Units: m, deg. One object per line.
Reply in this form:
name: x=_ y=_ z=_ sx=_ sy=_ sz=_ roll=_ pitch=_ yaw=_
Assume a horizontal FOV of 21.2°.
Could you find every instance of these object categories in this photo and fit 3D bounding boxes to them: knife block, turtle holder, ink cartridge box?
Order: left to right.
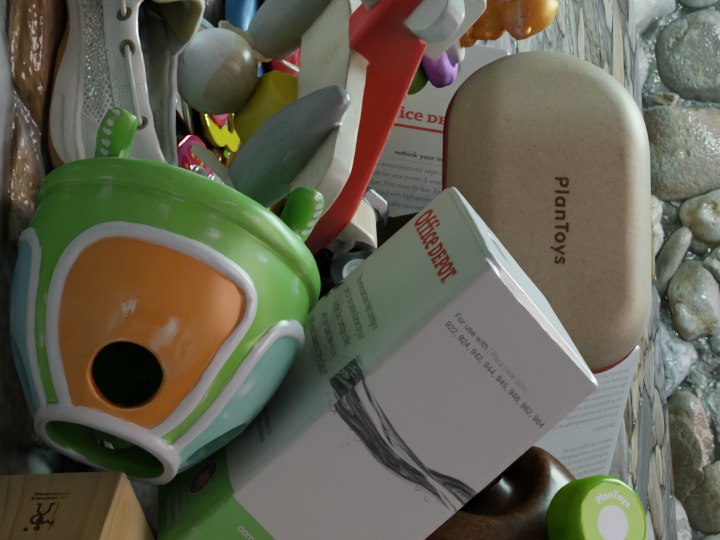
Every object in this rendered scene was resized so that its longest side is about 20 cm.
knife block: x=-0.135 y=0.180 z=0.813 sx=0.176 sy=0.064 sz=0.201 roll=-76 pitch=156 yaw=-46
turtle holder: x=-0.103 y=0.024 z=0.877 sx=0.140 sy=0.185 sz=0.132 roll=29 pitch=66 yaw=-28
ink cartridge box: x=0.003 y=0.068 z=0.913 sx=0.084 sy=0.200 sz=0.146 roll=47 pitch=7 yaw=-15
ink cartridge box: x=0.031 y=-0.052 z=1.283 sx=0.068 sy=0.114 sz=0.202 roll=131 pitch=-33 yaw=-77

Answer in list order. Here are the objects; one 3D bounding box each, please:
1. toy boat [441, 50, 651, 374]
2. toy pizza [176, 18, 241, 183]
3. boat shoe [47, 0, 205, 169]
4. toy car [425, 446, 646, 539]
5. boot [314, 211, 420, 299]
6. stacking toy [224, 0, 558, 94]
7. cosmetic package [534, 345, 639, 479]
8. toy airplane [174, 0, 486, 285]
toy boat: x=0.105 y=-0.031 z=1.190 sx=0.131 sy=0.130 sz=0.202 roll=153 pitch=-61 yaw=-76
toy pizza: x=-0.080 y=-0.045 z=1.086 sx=0.200 sy=0.031 sz=0.202 roll=-3 pitch=90 yaw=-74
boat shoe: x=-0.108 y=-0.132 z=0.961 sx=0.071 sy=0.069 sz=0.201 roll=39 pitch=48 yaw=-64
toy car: x=0.037 y=0.110 z=1.112 sx=0.157 sy=0.164 sz=0.201 roll=-32 pitch=95 yaw=-32
boot: x=0.000 y=0.000 z=1.134 sx=0.200 sy=0.096 sz=0.075 roll=131 pitch=-40 yaw=-83
stacking toy: x=0.025 y=-0.148 z=1.193 sx=0.116 sy=0.199 sz=0.110 roll=-81 pitch=160 yaw=-49
cosmetic package: x=0.107 y=0.135 z=1.263 sx=0.101 sy=0.071 sz=0.201 roll=-7 pitch=115 yaw=-46
toy airplane: x=-0.025 y=-0.097 z=0.992 sx=0.200 sy=0.140 sz=0.200 roll=139 pitch=-33 yaw=-73
